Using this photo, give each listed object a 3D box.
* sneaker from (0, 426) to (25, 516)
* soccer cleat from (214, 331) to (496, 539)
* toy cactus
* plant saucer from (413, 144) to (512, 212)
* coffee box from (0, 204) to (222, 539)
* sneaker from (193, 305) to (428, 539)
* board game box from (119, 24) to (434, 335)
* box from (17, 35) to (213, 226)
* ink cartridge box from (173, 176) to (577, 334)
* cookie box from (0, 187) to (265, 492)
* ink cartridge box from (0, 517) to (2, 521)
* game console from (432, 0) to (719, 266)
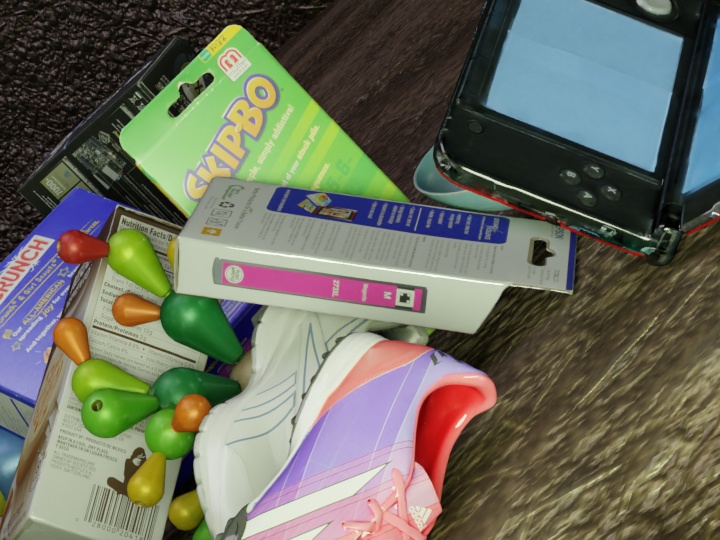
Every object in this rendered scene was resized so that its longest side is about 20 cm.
[{"bbox_3d":[-0.250,0.131,1.409,0.078,0.066,0.200,-33,9,-13],"label":"sneaker"},{"bbox_3d":[-0.008,0.111,0.818,0.073,0.068,0.200,8,52,27],"label":"soccer cleat"},{"bbox_3d":[-0.077,0.059,1.061,0.165,0.200,0.102,-4,-36,-38],"label":"toy cactus"},{"bbox_3d":[0.123,-0.086,1.073,0.200,0.027,0.200,-29,16,9],"label":"plant saucer"},{"bbox_3d":[-0.145,0.081,1.136,0.114,0.079,0.201,133,153,-57],"label":"coffee box"},{"bbox_3d":[-0.023,0.077,0.969,0.087,0.075,0.200,-9,38,24],"label":"sneaker"},{"bbox_3d":[-0.034,-0.033,1.073,0.096,0.200,0.030,-45,10,-7],"label":"board game box"},{"bbox_3d":[-0.139,-0.054,1.539,0.164,0.200,0.086,-37,14,34],"label":"box"},{"bbox_3d":[0.010,-0.007,0.996,0.095,0.199,0.037,-71,-15,-67],"label":"ink cartridge box"},{"bbox_3d":[-0.164,0.046,1.310,0.199,0.075,0.171,21,57,33],"label":"cookie box"},{"bbox_3d":[-0.203,0.148,1.429,0.200,0.041,0.200,-45,11,-10],"label":"ink cartridge box"},{"bbox_3d":[0.145,-0.112,0.901,0.200,0.172,0.119,-68,0,-47],"label":"game console"}]
